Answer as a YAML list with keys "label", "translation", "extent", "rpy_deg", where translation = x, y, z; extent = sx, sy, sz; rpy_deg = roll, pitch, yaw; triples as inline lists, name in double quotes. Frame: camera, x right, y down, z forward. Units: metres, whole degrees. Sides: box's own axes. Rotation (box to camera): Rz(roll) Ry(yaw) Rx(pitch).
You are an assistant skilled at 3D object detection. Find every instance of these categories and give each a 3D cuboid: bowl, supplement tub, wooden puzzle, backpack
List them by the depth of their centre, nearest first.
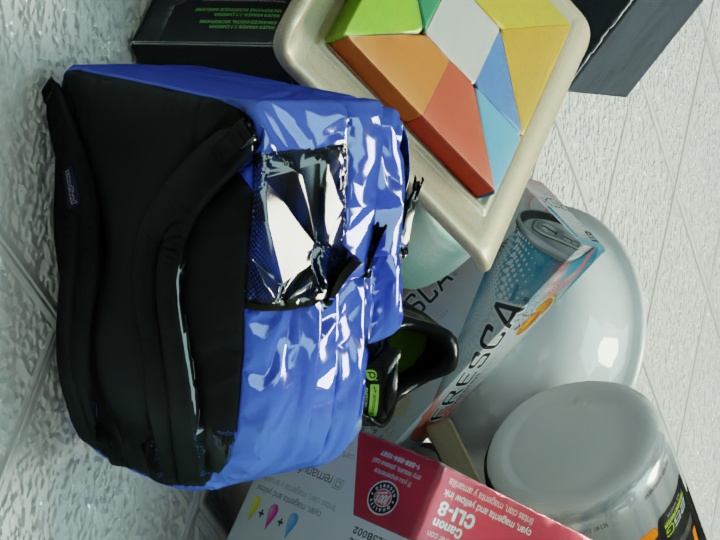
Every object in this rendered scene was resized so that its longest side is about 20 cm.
- label: "backpack"
  translation: [-0.058, 0.005, 1.137]
  extent: [0.167, 0.162, 0.202]
  rpy_deg: [-3, 102, -41]
- label: "wooden puzzle"
  translation: [0.050, -0.129, 1.253]
  extent: [0.200, 0.037, 0.186]
  rpy_deg: [47, 52, -30]
- label: "supplement tub"
  translation: [0.163, 0.179, 1.482]
  extent: [0.201, 0.122, 0.123]
  rpy_deg: [65, 35, -38]
- label: "bowl"
  translation: [0.088, 0.041, 1.544]
  extent: [0.090, 0.200, 0.203]
  rpy_deg: [21, 72, -46]

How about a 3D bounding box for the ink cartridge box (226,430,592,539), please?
- label: "ink cartridge box"
  translation: [0.006, 0.204, 1.268]
  extent: [0.144, 0.145, 0.201]
  rpy_deg: [29, 82, -40]

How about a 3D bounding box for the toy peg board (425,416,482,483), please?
- label: "toy peg board"
  translation: [0.072, 0.238, 1.427]
  extent: [0.200, 0.097, 0.200]
  rpy_deg: [-117, -178, -53]

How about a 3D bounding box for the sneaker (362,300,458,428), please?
- label: "sneaker"
  translation: [-0.021, 0.059, 1.341]
  extent: [0.199, 0.082, 0.071]
  rpy_deg: [-17, 112, -40]

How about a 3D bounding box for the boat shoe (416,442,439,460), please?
- label: "boat shoe"
  translation: [0.036, 0.219, 1.559]
  extent: [0.065, 0.074, 0.203]
  rpy_deg: [-22, 123, -40]

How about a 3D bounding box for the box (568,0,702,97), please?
- label: "box"
  translation: [0.120, -0.223, 1.500]
  extent: [0.124, 0.196, 0.200]
  rpy_deg: [-53, 167, 14]

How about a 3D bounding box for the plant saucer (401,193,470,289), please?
- label: "plant saucer"
  translation: [0.053, -0.087, 1.333]
  extent: [0.200, 0.036, 0.202]
  rpy_deg: [-21, 115, -57]

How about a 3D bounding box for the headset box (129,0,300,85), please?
- label: "headset box"
  translation: [-0.038, -0.127, 1.304]
  extent: [0.175, 0.092, 0.201]
  rpy_deg: [68, 33, -46]

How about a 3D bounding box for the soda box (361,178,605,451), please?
- label: "soda box"
  translation: [0.062, 0.033, 1.457]
  extent: [0.200, 0.068, 0.064]
  rpy_deg: [-48, 163, 13]
